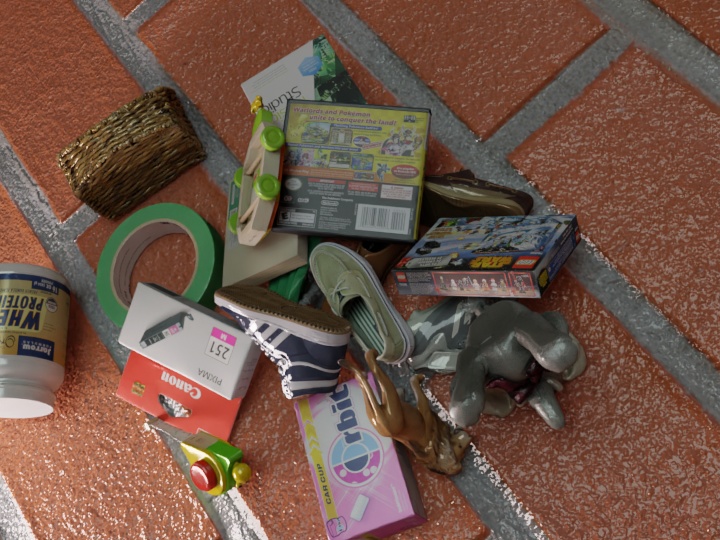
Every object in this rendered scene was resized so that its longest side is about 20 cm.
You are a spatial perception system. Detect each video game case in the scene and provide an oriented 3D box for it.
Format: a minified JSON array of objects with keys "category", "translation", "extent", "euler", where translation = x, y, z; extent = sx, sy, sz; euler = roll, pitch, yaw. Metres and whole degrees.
[{"category":"video game case","translation":[-0.012,-0.132,1.292],"extent":[0.198,0.026,0.183],"euler":[6,81,10]}]

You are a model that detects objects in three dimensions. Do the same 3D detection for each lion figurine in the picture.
[{"category":"lion figurine","translation":[0.050,0.177,1.167],"extent":[0.072,0.199,0.123],"euler":[-36,52,28]}]

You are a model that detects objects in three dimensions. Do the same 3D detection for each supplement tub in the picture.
[{"category":"supplement tub","translation":[-0.504,0.104,1.422],"extent":[0.143,0.144,0.202],"euler":[-10,68,17]}]

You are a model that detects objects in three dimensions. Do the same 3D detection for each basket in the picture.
[{"category":"basket","translation":[-0.366,-0.203,1.485],"extent":[0.199,0.143,0.150],"euler":[-33,64,6]}]

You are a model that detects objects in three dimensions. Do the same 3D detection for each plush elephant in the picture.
[{"category":"plush elephant","translation":[0.193,0.120,1.152],"extent":[0.164,0.155,0.201],"euler":[-38,28,13]}]

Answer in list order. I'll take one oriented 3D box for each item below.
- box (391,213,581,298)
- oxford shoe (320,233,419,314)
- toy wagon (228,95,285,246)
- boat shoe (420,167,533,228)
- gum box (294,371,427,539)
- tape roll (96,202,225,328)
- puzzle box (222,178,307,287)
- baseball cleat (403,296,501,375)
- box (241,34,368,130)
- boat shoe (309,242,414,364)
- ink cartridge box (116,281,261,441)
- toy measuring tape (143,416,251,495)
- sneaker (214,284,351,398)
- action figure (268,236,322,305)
[{"category":"box","translation":[0.156,-0.019,1.203],"extent":[0.198,0.040,0.137],"euler":[1,31,37]},{"category":"oxford shoe","translation":[0.000,0.000,1.315],"extent":[0.071,0.071,0.201],"euler":[32,86,25]},{"category":"toy wagon","translation":[-0.136,-0.139,1.311],"extent":[0.039,0.155,0.202],"euler":[11,70,-19]},{"category":"boat shoe","translation":[0.137,-0.099,1.310],"extent":[0.198,0.073,0.072],"euler":[12,45,30]},{"category":"gum box","translation":[-0.003,0.236,1.228],"extent":[0.113,0.066,0.202],"euler":[-22,64,10]},{"category":"tape roll","translation":[-0.294,0.001,1.437],"extent":[0.198,0.048,0.203],"euler":[-7,69,18]},{"category":"puzzle box","translation":[-0.133,-0.072,1.373],"extent":[0.132,0.025,0.202],"euler":[-23,49,27]},{"category":"baseball cleat","translation":[0.142,0.067,1.248],"extent":[0.199,0.070,0.107],"euler":[-32,76,12]},{"category":"box","translation":[-0.068,-0.225,1.372],"extent":[0.144,0.036,0.201],"euler":[-31,63,1]},{"category":"boat shoe","translation":[-0.005,0.036,1.245],"extent":[0.072,0.062,0.200],"euler":[-50,63,17]},{"category":"ink cartridge box","translation":[-0.247,0.132,1.336],"extent":[0.198,0.043,0.175],"euler":[23,96,21]},{"category":"toy measuring tape","translation":[-0.219,0.255,1.311],"extent":[0.199,0.073,0.074],"euler":[12,75,38]},{"category":"sneaker","translation":[-0.107,0.093,1.245],"extent":[0.198,0.070,0.110],"euler":[18,114,25]},{"category":"action figure","translation":[-0.095,0.027,1.333],"extent":[0.118,0.054,0.202],"euler":[-19,53,44]}]
